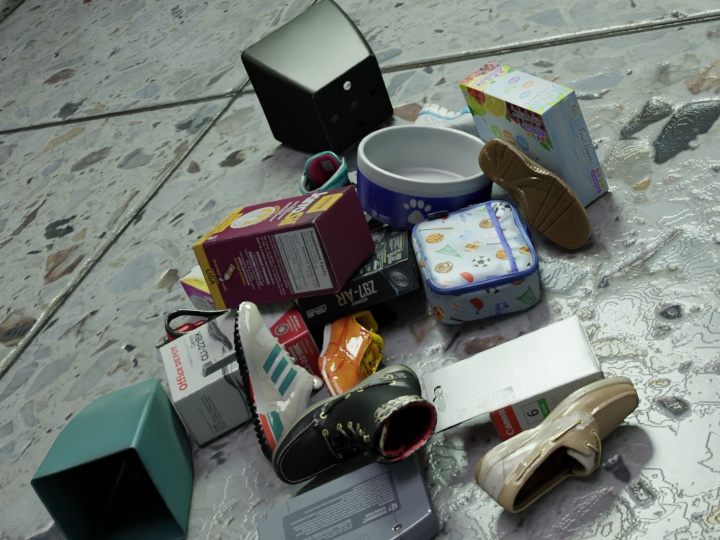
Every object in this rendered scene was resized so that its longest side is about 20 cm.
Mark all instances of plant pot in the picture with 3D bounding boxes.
[{"bbox_3d":[-0.058,-0.317,2.078,0.199,0.200,0.177,-35,43,-14],"label":"plant pot"},{"bbox_3d":[-0.292,0.235,1.494,0.140,0.142,0.200,-19,25,11],"label":"plant pot"}]

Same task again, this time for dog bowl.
[{"bbox_3d":[0.093,-0.135,1.725,0.198,0.079,0.201,3,30,-2],"label":"dog bowl"}]

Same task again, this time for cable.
[{"bbox_3d":[-0.200,0.075,1.708,0.199,0.098,0.050,-33,-5,-21],"label":"cable"}]

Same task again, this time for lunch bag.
[{"bbox_3d":[0.155,-0.017,1.577,0.159,0.076,0.201,-15,34,2],"label":"lunch bag"}]

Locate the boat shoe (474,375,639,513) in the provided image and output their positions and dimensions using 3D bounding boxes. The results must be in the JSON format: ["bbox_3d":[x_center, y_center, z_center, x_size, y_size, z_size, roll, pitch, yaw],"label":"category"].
[{"bbox_3d":[0.218,0.187,1.254,0.199,0.074,0.069,-33,44,-8],"label":"boat shoe"}]

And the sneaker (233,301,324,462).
[{"bbox_3d":[-0.098,0.131,1.487,0.093,0.202,0.070,-12,-16,-13],"label":"sneaker"}]

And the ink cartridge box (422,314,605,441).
[{"bbox_3d":[0.176,0.134,1.374,0.198,0.051,0.109,-23,32,9],"label":"ink cartridge box"}]

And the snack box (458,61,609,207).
[{"bbox_3d":[0.241,-0.189,1.678,0.067,0.169,0.200,-35,34,-12],"label":"snack box"}]

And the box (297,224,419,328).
[{"bbox_3d":[0.000,0.000,1.652,0.159,0.044,0.200,-21,16,8],"label":"box"}]

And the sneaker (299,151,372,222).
[{"bbox_3d":[-0.031,-0.126,1.804,0.083,0.122,0.200,-17,17,26],"label":"sneaker"}]

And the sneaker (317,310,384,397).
[{"bbox_3d":[-0.008,0.111,1.517,0.077,0.073,0.201,-22,32,14],"label":"sneaker"}]

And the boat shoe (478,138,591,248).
[{"bbox_3d":[0.245,-0.105,1.618,0.071,0.064,0.200,-50,61,18],"label":"boat shoe"}]

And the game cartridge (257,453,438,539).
[{"bbox_3d":[-0.015,0.282,1.313,0.199,0.041,0.134,-24,28,5],"label":"game cartridge"}]

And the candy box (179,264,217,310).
[{"bbox_3d":[-0.157,-0.011,1.816,0.200,0.061,0.136,-43,36,-24],"label":"candy box"}]

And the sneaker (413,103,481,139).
[{"bbox_3d":[0.143,-0.207,1.884,0.087,0.075,0.199,-48,29,-19],"label":"sneaker"}]

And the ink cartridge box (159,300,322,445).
[{"bbox_3d":[-0.158,0.123,1.600,0.199,0.084,0.144,-29,31,-3],"label":"ink cartridge box"}]

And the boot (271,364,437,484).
[{"bbox_3d":[-0.008,0.188,1.358,0.203,0.074,0.154,-34,12,-4],"label":"boot"}]

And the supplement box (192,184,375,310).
[{"bbox_3d":[-0.101,-0.029,1.602,0.198,0.104,0.131,-9,20,29],"label":"supplement box"}]
